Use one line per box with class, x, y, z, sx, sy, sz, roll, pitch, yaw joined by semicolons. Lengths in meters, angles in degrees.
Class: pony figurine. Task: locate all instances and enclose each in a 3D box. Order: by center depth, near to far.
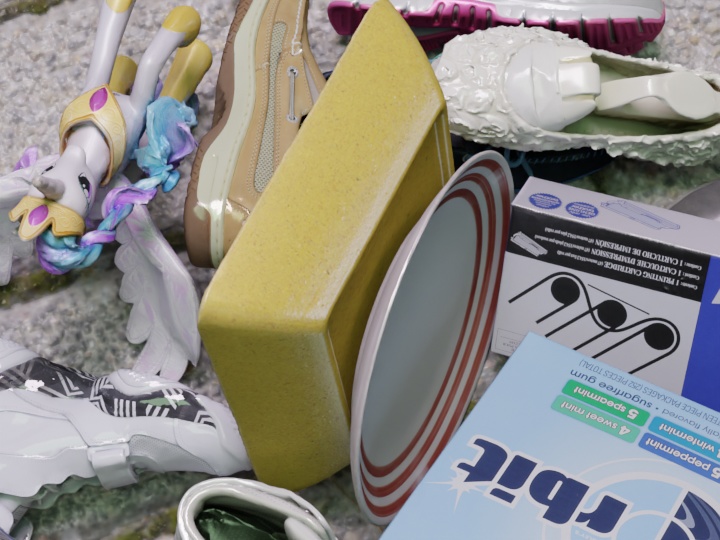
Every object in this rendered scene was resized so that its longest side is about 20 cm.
pony figurine;-0.144;-0.051;0.888;0.165;0.194;0.201;18;55;1

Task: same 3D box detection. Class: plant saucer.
plant saucer;0.000;0.000;0.835;0.048;0.201;0.201;18;62;19

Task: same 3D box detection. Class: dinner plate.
dinner plate;0.034;0.033;0.849;0.024;0.200;0.202;19;74;19

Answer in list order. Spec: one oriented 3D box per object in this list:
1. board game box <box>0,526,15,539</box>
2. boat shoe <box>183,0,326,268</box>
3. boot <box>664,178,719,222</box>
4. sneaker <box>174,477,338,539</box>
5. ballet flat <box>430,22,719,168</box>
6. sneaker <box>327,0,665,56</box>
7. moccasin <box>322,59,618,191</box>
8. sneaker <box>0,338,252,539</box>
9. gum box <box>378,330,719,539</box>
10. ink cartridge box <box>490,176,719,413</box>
board game box;-0.286;0.179;0.826;0.199;0.043;0.200;29;83;31
boat shoe;-0.039;-0.081;0.883;0.075;0.072;0.202;5;57;7
boot;0.241;-0.066;0.877;0.181;0.200;0.073;-31;76;-10
sneaker;-0.014;0.178;0.846;0.199;0.116;0.074;30;73;6
ballet flat;0.132;-0.100;0.903;0.198;0.072;0.073;4;72;-24
sneaker;0.083;-0.174;0.967;0.198;0.081;0.089;8;75;0
moccasin;0.063;-0.084;0.947;0.198;0.068;0.081;-4;74;-3
sneaker;-0.158;0.109;0.885;0.198;0.075;0.116;13;74;8
gum box;0.112;0.136;0.813;0.169;0.045;0.200;23;49;22
ink cartridge box;0.175;0.021;0.885;0.198;0.095;0.044;14;30;15
